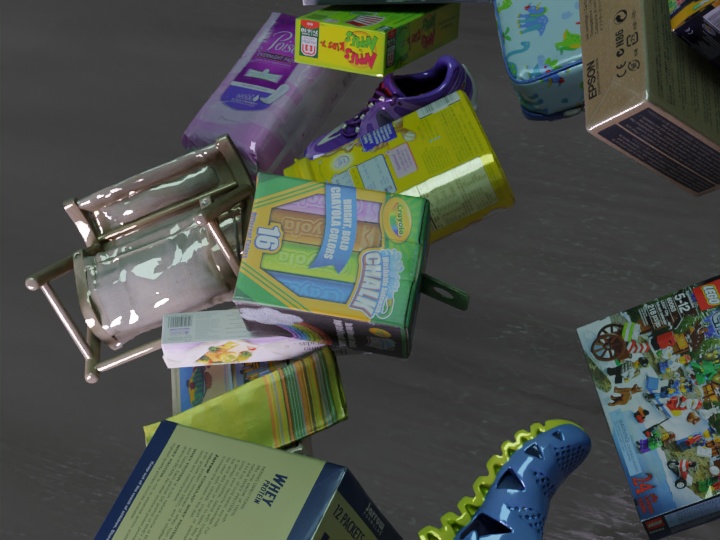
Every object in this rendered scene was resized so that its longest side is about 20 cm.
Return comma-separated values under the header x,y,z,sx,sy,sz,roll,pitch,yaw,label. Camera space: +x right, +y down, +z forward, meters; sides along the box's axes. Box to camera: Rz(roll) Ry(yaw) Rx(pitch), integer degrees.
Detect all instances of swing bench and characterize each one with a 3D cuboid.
x,y,z,sx,sy,sz,roll,pitch,yaw,label
-0.206,-0.017,1.440,0.199,0.130,0.200,-21,25,13,swing bench

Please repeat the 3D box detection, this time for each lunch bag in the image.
x,y,z,sx,sy,sz,roll,pitch,yaw,label
0.223,-0.252,1.439,0.160,0.082,0.200,-18,47,15,lunch bag

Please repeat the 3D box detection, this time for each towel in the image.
x,y,z,sx,sy,sz,roll,pitch,yaw,label
-0.108,0.140,1.304,0.200,0.018,0.086,-24,45,9,towel

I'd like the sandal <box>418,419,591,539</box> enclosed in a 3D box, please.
x,y,z,sx,sy,sz,roll,pitch,yaw,label
0.118,0.207,1.128,0.200,0.079,0.087,-48,50,-3,sandal

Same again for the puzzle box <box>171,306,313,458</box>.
x,y,z,sx,sy,sz,roll,pitch,yaw,label
-0.118,0.118,1.358,0.133,0.025,0.200,-21,47,11,puzzle box

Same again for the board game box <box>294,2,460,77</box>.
x,y,z,sx,sy,sz,roll,pitch,yaw,label
0.021,-0.256,1.491,0.101,0.048,0.200,14,25,22,board game box

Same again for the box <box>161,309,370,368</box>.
x,y,z,sx,sy,sz,roll,pitch,yaw,label
-0.088,0.060,1.337,0.200,0.039,0.042,-5,51,1,box

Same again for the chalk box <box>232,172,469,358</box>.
x,y,z,sx,sy,sz,roll,pitch,yaw,label
0.000,0.000,1.261,0.200,0.125,0.124,9,75,4,chalk box

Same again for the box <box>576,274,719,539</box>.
x,y,z,sx,sy,sz,roll,pitch,yaw,label
0.268,0.107,1.149,0.136,0.038,0.200,-22,46,11,box

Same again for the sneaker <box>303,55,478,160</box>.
x,y,z,sx,sy,sz,roll,pitch,yaw,label
0.023,-0.165,1.476,0.200,0.083,0.081,-30,45,4,sneaker

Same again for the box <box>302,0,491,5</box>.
x,y,z,sx,sy,sz,roll,pitch,yaw,label
0.033,-0.321,1.517,0.200,0.049,0.161,-1,23,-3,box

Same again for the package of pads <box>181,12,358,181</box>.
x,y,z,sx,sy,sz,roll,pitch,yaw,label
-0.095,-0.190,1.565,0.120,0.076,0.200,19,64,35,package of pads

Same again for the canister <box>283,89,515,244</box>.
x,y,z,sx,sy,sz,roll,pitch,yaw,label
0.038,-0.081,1.397,0.200,0.087,0.149,-25,47,6,canister

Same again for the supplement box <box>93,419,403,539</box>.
x,y,z,sx,sy,sz,roll,pitch,yaw,label
-0.105,0.256,1.160,0.199,0.134,0.200,8,58,34,supplement box

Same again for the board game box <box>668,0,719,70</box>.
x,y,z,sx,sy,sz,roll,pitch,yaw,label
0.356,-0.233,1.271,0.057,0.200,0.166,-35,37,37,board game box

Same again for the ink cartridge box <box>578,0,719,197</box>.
x,y,z,sx,sy,sz,roll,pitch,yaw,label
0.277,-0.189,1.275,0.075,0.165,0.200,-26,50,41,ink cartridge box
